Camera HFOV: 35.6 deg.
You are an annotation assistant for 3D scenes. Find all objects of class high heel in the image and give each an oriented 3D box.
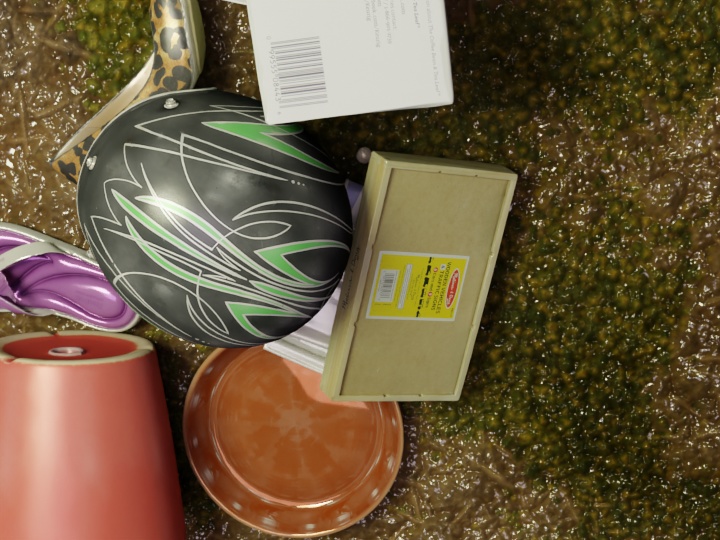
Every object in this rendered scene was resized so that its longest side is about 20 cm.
[{"bbox_3d":[-0.195,-0.160,0.903,0.140,0.072,0.203,-3,114,1],"label":"high heel"}]

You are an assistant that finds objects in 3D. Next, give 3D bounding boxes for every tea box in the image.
[{"bbox_3d":[-0.010,-0.222,0.799,0.132,0.197,0.203,-6,104,4],"label":"tea box"}]

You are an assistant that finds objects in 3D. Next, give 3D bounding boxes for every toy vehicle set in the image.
[{"bbox_3d":[0.046,0.009,0.902,0.123,0.026,0.203,4,109,-29],"label":"toy vehicle set"}]

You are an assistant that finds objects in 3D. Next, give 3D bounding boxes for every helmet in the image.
[{"bbox_3d":[-0.104,-0.038,0.832,0.197,0.191,0.203,2,101,10],"label":"helmet"}]

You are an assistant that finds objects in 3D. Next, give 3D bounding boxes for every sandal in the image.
[{"bbox_3d":[-0.286,0.007,0.975,0.200,0.050,0.084,9,106,4],"label":"sandal"}]

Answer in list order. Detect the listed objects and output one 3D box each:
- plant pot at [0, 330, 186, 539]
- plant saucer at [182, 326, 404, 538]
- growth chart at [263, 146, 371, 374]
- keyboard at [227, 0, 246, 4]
[{"bbox_3d":[-0.245,0.150,0.947,0.197,0.200,0.180,3,98,6],"label":"plant pot"},{"bbox_3d":[-0.059,0.140,0.995,0.197,0.032,0.203,2,106,5],"label":"plant saucer"},{"bbox_3d":[0.000,0.000,0.938,0.144,0.018,0.201,31,95,-1],"label":"growth chart"},{"bbox_3d":[-0.081,-0.312,0.881,0.056,0.011,0.203,13,107,3],"label":"keyboard"}]
